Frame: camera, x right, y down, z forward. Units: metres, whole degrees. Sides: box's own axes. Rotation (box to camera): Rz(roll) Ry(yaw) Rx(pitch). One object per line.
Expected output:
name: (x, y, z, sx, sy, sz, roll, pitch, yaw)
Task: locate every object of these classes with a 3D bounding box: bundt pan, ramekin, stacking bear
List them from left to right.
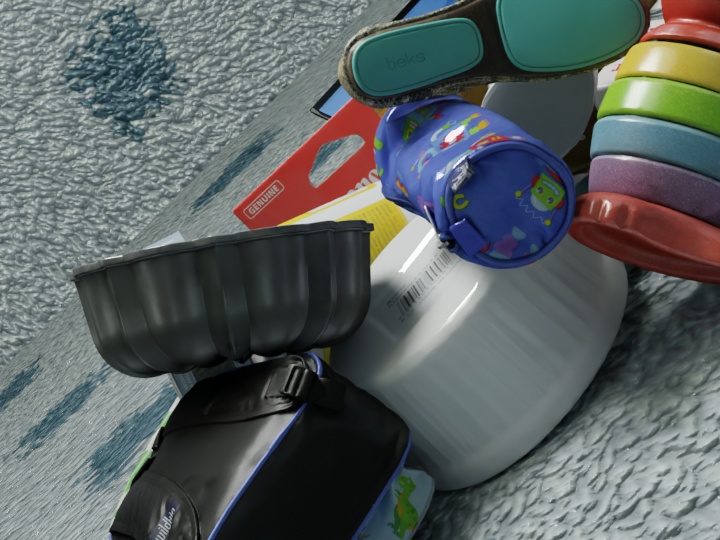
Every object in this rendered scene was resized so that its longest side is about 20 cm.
bundt pan: (-0.084, 0.022, 1.181, 0.199, 0.077, 0.202, -10, -4, -1)
ramekin: (0.070, 0.034, 1.204, 0.200, 0.098, 0.201, -42, 22, 21)
stacking bear: (0.201, -0.104, 1.105, 0.114, 0.120, 0.202, 169, 119, -78)

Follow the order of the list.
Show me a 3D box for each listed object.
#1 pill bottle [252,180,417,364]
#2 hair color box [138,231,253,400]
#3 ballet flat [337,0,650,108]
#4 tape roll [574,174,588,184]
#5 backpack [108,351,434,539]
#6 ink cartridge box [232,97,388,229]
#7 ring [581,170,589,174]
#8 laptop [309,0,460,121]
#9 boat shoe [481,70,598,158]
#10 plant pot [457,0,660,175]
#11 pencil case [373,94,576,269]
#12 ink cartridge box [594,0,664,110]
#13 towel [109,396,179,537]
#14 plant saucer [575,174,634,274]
pill bottle: (0.000, 0.000, 1.375, 0.198, 0.113, 0.112, -24, 8, -14)
hair color box: (-0.125, 0.051, 1.381, 0.060, 0.100, 0.200, -26, 22, -6)
ballet flat: (0.082, -0.147, 1.168, 0.198, 0.069, 0.075, -13, 5, 1)
tape roll: (0.138, -0.103, 1.592, 0.200, 0.066, 0.201, -40, 13, 11)
backpack: (-0.064, 0.157, 1.157, 0.184, 0.147, 0.199, -58, 21, -19)
ink cartridge box: (0.020, -0.040, 1.473, 0.200, 0.176, 0.045, -41, 14, 22)
ring: (0.187, -0.151, 1.482, 0.198, 0.019, 0.202, -12, 48, 14)
laptop: (0.061, -0.202, 1.623, 0.178, 0.103, 0.200, -49, -3, -18)
boat shoe: (0.115, -0.092, 1.284, 0.086, 0.074, 0.203, -68, -2, -53)
plant pot: (0.141, -0.131, 1.334, 0.199, 0.199, 0.028, -38, 45, 21)
pencil case: (0.063, -0.057, 1.124, 0.086, 0.078, 0.200, -33, 19, -3)
ink cartridge box: (0.270, -0.158, 1.256, 0.144, 0.085, 0.200, -2, 40, 50)
towel: (-0.151, 0.188, 1.426, 0.200, 0.023, 0.154, -62, -22, -57)
plant saucer: (0.166, -0.022, 1.329, 0.200, 0.027, 0.200, -41, 12, 11)
